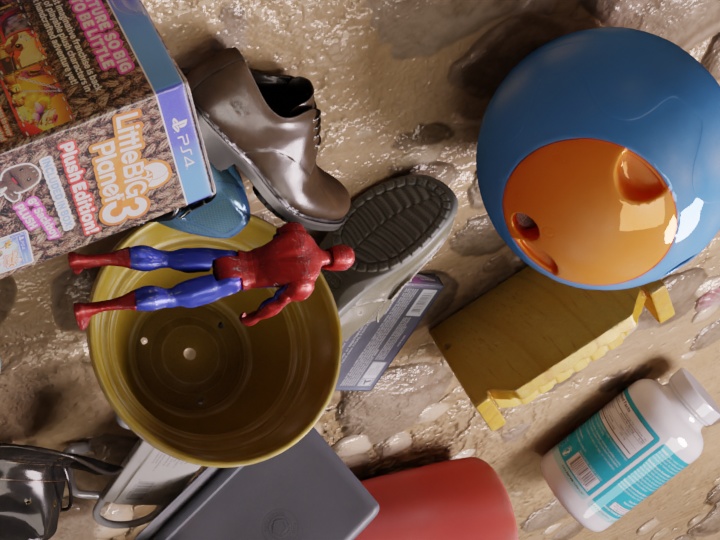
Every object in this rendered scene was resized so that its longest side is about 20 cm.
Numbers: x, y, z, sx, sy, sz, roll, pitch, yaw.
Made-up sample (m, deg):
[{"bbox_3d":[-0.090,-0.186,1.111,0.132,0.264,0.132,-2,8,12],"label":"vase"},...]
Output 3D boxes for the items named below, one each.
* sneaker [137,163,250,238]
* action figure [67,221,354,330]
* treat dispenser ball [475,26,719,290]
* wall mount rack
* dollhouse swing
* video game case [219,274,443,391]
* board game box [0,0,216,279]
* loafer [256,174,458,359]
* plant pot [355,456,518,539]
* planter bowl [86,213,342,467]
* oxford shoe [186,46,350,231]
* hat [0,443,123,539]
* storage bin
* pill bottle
[{"bbox_3d":[-0.144,-0.056,0.933,0.078,0.090,0.200,-42,145,15],"label":"sneaker"},{"bbox_3d":[-0.104,0.007,0.988,0.200,0.065,0.099,-7,166,-5],"label":"action figure"},{"bbox_3d":[0.189,-0.085,1.041,0.201,0.201,0.201,-19,143,-15],"label":"treat dispenser ball"},{"bbox_3d":[-0.154,0.147,1.172,0.173,0.075,0.200,8,139,-32],"label":"wall mount rack"},{"bbox_3d":[0.201,0.086,1.296,0.200,0.182,0.176,-33,124,2],"label":"dollhouse swing"},{"bbox_3d":[-0.037,0.054,1.205,0.200,0.019,0.143,5,131,-38],"label":"video game case"},{"bbox_3d":[-0.210,-0.091,0.786,0.200,0.160,0.097,-22,144,-11],"label":"board game box"},{"bbox_3d":[0.000,0.000,1.120,0.200,0.075,0.070,-40,156,2],"label":"loafer"},{"bbox_3d":[0.047,0.300,1.426,0.177,0.201,0.201,2,134,-23],"label":"plant pot"},{"bbox_3d":[-0.122,0.057,1.044,0.200,0.201,0.083,-9,168,-27],"label":"planter bowl"},{"bbox_3d":[-0.052,-0.091,0.974,0.084,0.073,0.200,-39,144,8],"label":"oxford shoe"},{"bbox_3d":[-0.286,0.172,1.039,0.200,0.081,0.201,8,170,2],"label":"hat"},{"bbox_3d":[-0.087,0.229,1.213,0.200,0.134,0.146,-42,171,-19],"label":"storage bin"},{"bbox_3d":[0.313,0.200,1.549,0.200,0.111,0.111,-41,143,15],"label":"pill bottle"}]
